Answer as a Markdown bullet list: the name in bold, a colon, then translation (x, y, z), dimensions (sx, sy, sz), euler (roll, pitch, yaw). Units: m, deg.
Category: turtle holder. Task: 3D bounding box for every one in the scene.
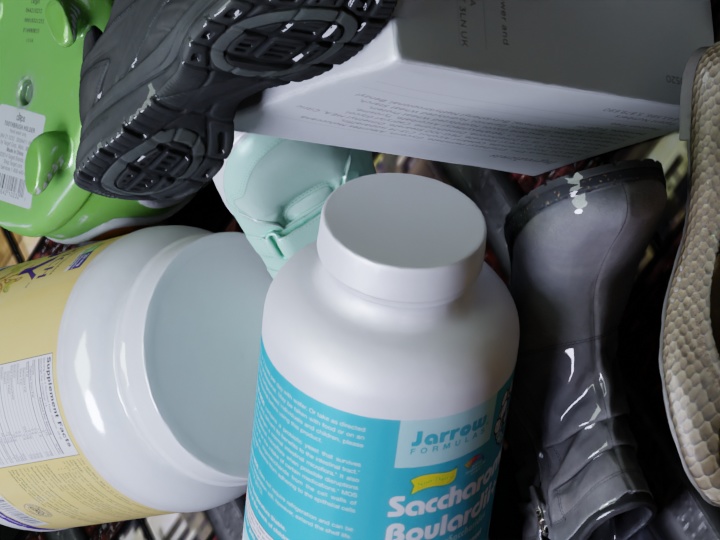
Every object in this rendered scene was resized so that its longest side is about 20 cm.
- **turtle holder**: translation (-0.143, -0.106, 1.483), dimensions (0.141, 0.131, 0.186), euler (-28, 62, 46)

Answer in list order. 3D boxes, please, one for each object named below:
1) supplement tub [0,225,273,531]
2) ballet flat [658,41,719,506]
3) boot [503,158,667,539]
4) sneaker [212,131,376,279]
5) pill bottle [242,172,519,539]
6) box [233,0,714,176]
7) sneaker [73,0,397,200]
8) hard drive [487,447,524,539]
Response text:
- **supplement tub**: translation (-0.120, 0.056, 1.419), dimensions (0.200, 0.145, 0.146), euler (-13, 74, 49)
- **ballet flat**: translation (0.162, -0.002, 1.152), dimensions (0.046, 0.067, 0.201), euler (-7, 74, 40)
- **boot**: translation (0.102, 0.046, 1.186), dimensions (0.200, 0.069, 0.132), euler (108, 150, -62)
- **sneaker**: translation (0.000, 0.000, 1.271), dimensions (0.074, 0.201, 0.118), euler (-33, 54, -3)
- **pill bottle**: translation (0.009, 0.059, 1.188), dimensions (0.111, 0.110, 0.201), euler (49, 144, 43)
- **box**: translation (0.041, -0.158, 1.212), dimensions (0.130, 0.199, 0.200), euler (-17, 73, 48)
- **sneaker**: translation (-0.059, -0.109, 1.118), dimensions (0.200, 0.076, 0.091), euler (-35, 55, 38)
- **hard drive**: translation (0.014, 0.185, 1.322), dimensions (0.200, 0.033, 0.140), euler (-42, 54, 39)
